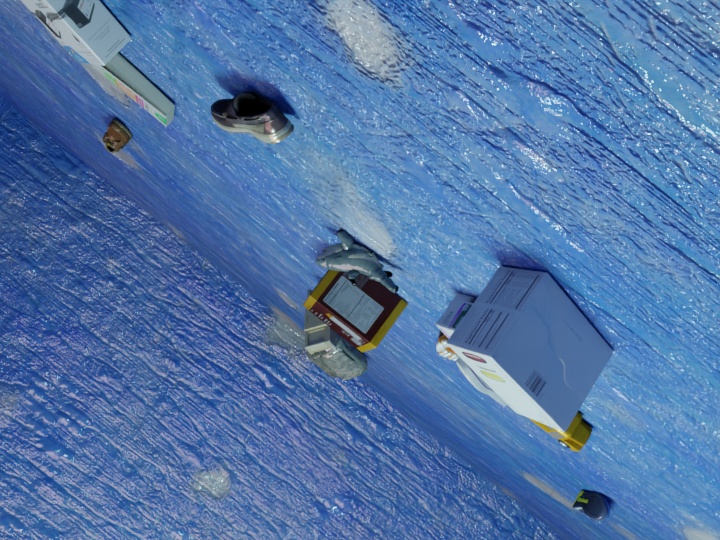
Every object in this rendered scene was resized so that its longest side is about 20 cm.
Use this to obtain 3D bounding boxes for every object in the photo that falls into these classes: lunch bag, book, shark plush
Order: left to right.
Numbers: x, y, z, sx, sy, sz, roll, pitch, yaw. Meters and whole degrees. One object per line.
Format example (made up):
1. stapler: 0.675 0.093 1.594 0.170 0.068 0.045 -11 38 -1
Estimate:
1. book: -0.505 -0.411 1.498 0.200 0.048 0.134 40 170 -13
2. lunch bag: -0.082 0.321 2.558 0.167 0.140 0.200 -5 138 46
3. shark plush: 0.000 0.000 1.446 0.200 0.083 0.091 34 165 16

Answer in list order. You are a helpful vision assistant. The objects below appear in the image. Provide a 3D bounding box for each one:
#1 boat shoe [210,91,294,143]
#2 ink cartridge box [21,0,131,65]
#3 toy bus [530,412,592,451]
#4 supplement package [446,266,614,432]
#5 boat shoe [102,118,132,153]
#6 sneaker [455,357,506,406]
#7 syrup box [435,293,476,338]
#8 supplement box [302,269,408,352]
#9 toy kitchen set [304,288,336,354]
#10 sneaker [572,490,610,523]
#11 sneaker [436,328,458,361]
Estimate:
1. boat shoe: -0.189 -0.267 1.122 0.200 0.072 0.065 29 152 42
2. ink cartridge box: -0.553 -0.494 1.262 0.145 0.084 0.200 24 160 45
3. toy bus: 0.405 0.305 1.445 0.200 0.065 0.078 36 164 9
4. supplement package: 0.262 0.119 1.031 0.200 0.156 0.111 44 165 -24
5. boat shoe: -0.747 -0.402 2.049 0.072 0.068 0.200 42 164 -9
6. sneaker: 0.268 0.185 1.303 0.200 0.114 0.073 33 -164 -47
7. syrup box: 0.237 0.110 1.220 0.081 0.079 0.200 46 164 -30
8. supplement box: -0.019 0.085 1.655 0.200 0.133 0.197 38 166 -2
9. toy kitchen set: -0.046 0.157 1.924 0.163 0.201 0.181 -17 138 20
10. sneaker: 0.691 0.696 1.955 0.082 0.074 0.200 35 173 5
11. sneaker: 0.242 0.156 1.381 0.200 0.077 0.078 28 134 -27
